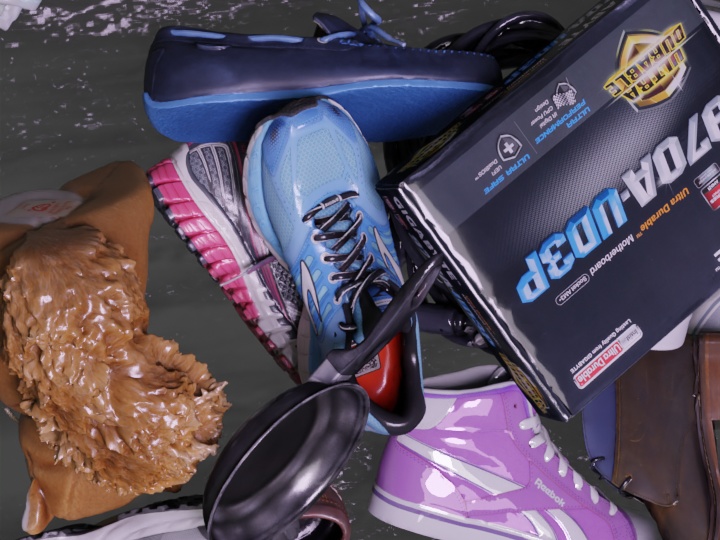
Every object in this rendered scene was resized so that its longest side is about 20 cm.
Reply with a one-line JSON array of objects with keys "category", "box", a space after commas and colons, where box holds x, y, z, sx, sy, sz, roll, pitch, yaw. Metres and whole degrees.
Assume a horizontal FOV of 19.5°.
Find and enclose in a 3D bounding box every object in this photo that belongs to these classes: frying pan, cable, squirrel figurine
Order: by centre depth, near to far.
[{"category": "frying pan", "box": [-0.030, 0.072, 1.069, 0.115, 0.031, 0.190, -24, 145, -44]}, {"category": "squirrel figurine", "box": [-0.155, 0.059, 1.129, 0.141, 0.200, 0.187, -14, 112, -20]}, {"category": "cable", "box": [0.087, -0.047, 1.200, 0.051, 0.163, 0.201, -7, 113, -58]}]

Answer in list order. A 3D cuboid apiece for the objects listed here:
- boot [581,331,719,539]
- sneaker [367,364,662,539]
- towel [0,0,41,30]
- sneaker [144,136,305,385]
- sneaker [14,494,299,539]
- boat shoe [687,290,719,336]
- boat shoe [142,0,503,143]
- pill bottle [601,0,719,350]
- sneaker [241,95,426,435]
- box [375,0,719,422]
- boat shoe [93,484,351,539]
[{"category": "boot", "box": [0.176, 0.134, 1.266, 0.096, 0.075, 0.201, 2, 72, 12]}, {"category": "sneaker", "box": [0.113, 0.120, 1.294, 0.200, 0.073, 0.115, 15, 97, -21]}, {"category": "towel", "box": [-0.223, -0.245, 1.100, 0.171, 0.048, 0.201, 18, 100, -21]}, {"category": "sneaker", "box": [-0.040, 0.005, 1.209, 0.075, 0.081, 0.200, -37, 112, -5]}, {"category": "sneaker", "box": [-0.124, 0.173, 1.188, 0.199, 0.074, 0.080, -17, 83, 16]}, {"category": "boat shoe", "box": [0.290, 0.019, 1.313, 0.200, 0.072, 0.070, -30, 112, -6]}, {"category": "boat shoe", "box": [-0.020, -0.116, 1.155, 0.199, 0.084, 0.069, 1, 66, -10]}, {"category": "pill bottle", "box": [0.174, -0.061, 1.236, 0.108, 0.109, 0.201, 7, 104, -18]}, {"category": "sneaker", "box": [0.000, 0.000, 1.128, 0.078, 0.090, 0.201, -25, 114, -18]}, {"category": "box", "box": [0.130, -0.043, 1.128, 0.200, 0.046, 0.159, -39, 102, -13]}, {"category": "boat shoe", "box": [-0.102, 0.174, 1.248, 0.199, 0.070, 0.071, -24, 116, -6]}]
